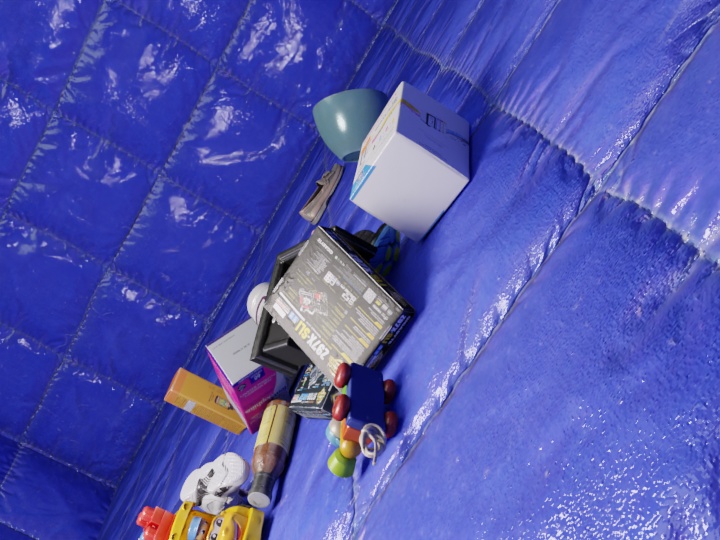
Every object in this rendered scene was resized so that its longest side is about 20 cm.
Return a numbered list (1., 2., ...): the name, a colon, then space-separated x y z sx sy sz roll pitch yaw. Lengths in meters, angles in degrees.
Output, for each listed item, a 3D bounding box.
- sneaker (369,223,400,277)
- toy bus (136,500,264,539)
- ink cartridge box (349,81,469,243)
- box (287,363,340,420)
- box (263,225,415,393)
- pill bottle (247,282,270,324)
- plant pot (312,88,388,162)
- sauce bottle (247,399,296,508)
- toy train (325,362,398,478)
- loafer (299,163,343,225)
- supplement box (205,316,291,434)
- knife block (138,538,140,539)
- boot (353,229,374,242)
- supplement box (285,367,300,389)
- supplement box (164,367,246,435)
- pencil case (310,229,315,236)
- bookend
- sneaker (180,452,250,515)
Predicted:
1. sneaker: 0.000 0.000 1.346 0.083 0.070 0.202 43 109 39
2. toy bus: -0.274 0.443 1.271 0.200 0.190 0.137 -44 19 44
3. ink cartridge box: 0.085 -0.184 1.285 0.148 0.143 0.202 -52 15 33
4. box: -0.045 0.165 1.280 0.162 0.045 0.199 -66 15 -18
5. box: -0.036 0.057 1.163 0.161 0.200 0.049 -54 -26 16
6. pill bottle: -0.140 0.091 1.495 0.199 0.111 0.114 27 87 51
7. plant pot: -0.015 -0.354 1.957 0.200 0.196 0.138 149 112 -64
8. sauce bottle: -0.157 0.318 1.349 0.066 0.065 0.202 -50 16 36
9. toy train: -0.009 0.220 0.989 0.201 0.083 0.117 -90 22 -63
10. loafer: -0.114 -0.235 2.274 0.203 0.062 0.072 -65 15 -15
11. supplement box: -0.201 0.198 1.427 0.100 0.104 0.202 -32 -31 -18
12. knife block: -0.360 0.535 1.415 0.174 0.198 0.065 -26 59 36
13. boot: -0.032 -0.013 1.549 0.201 0.069 0.132 -53 10 16
14. supplement box: -0.162 0.176 1.623 0.203 0.073 0.126 -63 13 -15
15. supplement box: -0.348 0.305 1.786 0.069 0.197 0.067 -49 17 47
16. pencil case: -0.115 0.004 1.772 0.203 0.086 0.087 -60 14 1
17. bookend: -0.080 0.057 1.284 0.197 0.091 0.204 -20 51 53
18. sneaker: -0.233 0.397 1.394 0.198 0.114 0.076 -30 31 41
